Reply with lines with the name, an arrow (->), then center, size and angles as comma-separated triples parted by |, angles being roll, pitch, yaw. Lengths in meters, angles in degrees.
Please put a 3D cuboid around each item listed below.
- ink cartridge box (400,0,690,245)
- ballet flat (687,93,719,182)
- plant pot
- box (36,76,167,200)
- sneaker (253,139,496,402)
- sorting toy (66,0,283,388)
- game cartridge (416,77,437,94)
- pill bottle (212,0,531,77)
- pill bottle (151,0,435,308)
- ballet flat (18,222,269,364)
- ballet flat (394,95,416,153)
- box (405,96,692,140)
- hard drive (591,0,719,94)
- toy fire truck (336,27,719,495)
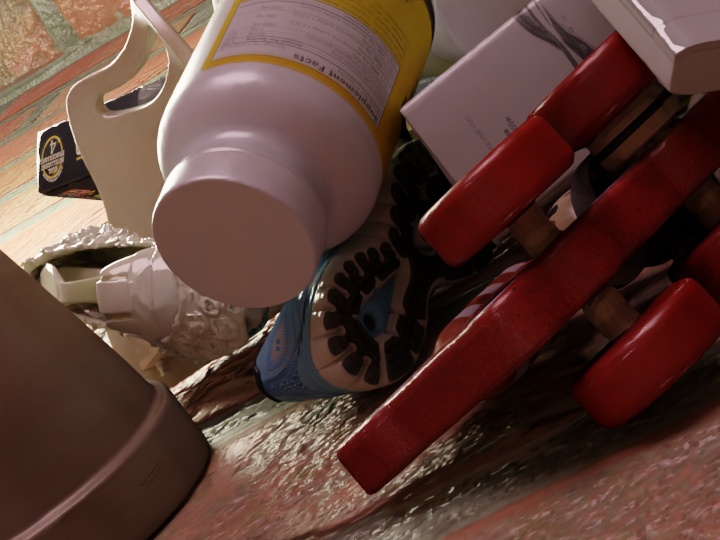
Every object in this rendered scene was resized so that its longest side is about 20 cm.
ink cartridge box -> 0.125, -0.109, 1.042 | 0.200, 0.084, 0.146 | -39, -3, 8
ballet flat -> 0.244, -0.095, 0.941 | 0.200, 0.067, 0.063 | -31, 42, 19
plant pot -> -0.205, 0.075, 1.062 | 0.199, 0.174, 0.200 | -29, 16, 9
box -> -0.087, -0.077, 1.352 | 0.199, 0.049, 0.161 | 5, -14, -38
sneaker -> 0.000, 0.000, 1.074 | 0.090, 0.079, 0.200 | -26, 15, 37
sorting toy -> -0.098, -0.058, 1.174 | 0.107, 0.180, 0.200 | -30, -8, -37
game cartridge -> 0.056, -0.146, 1.315 | 0.200, 0.133, 0.042 | -7, 36, 51
pill bottle -> 0.012, -0.169, 1.200 | 0.113, 0.113, 0.200 | -40, 29, -29
pill bottle -> -0.035, -0.078, 1.025 | 0.112, 0.112, 0.200 | -22, 32, 34
ballet flat -> -0.123, 0.013, 1.104 | 0.072, 0.072, 0.200 | -39, 23, -27
ballet flat -> 0.024, -0.070, 1.239 | 0.067, 0.071, 0.200 | -46, -26, 21
box -> 0.127, -0.106, 1.160 | 0.199, 0.075, 0.050 | -29, 15, 9
hard drive -> 0.144, -0.146, 0.874 | 0.131, 0.026, 0.200 | -10, 41, -18
toy fire truck -> 0.083, 0.000, 0.867 | 0.200, 0.112, 0.168 | -43, -1, -40
